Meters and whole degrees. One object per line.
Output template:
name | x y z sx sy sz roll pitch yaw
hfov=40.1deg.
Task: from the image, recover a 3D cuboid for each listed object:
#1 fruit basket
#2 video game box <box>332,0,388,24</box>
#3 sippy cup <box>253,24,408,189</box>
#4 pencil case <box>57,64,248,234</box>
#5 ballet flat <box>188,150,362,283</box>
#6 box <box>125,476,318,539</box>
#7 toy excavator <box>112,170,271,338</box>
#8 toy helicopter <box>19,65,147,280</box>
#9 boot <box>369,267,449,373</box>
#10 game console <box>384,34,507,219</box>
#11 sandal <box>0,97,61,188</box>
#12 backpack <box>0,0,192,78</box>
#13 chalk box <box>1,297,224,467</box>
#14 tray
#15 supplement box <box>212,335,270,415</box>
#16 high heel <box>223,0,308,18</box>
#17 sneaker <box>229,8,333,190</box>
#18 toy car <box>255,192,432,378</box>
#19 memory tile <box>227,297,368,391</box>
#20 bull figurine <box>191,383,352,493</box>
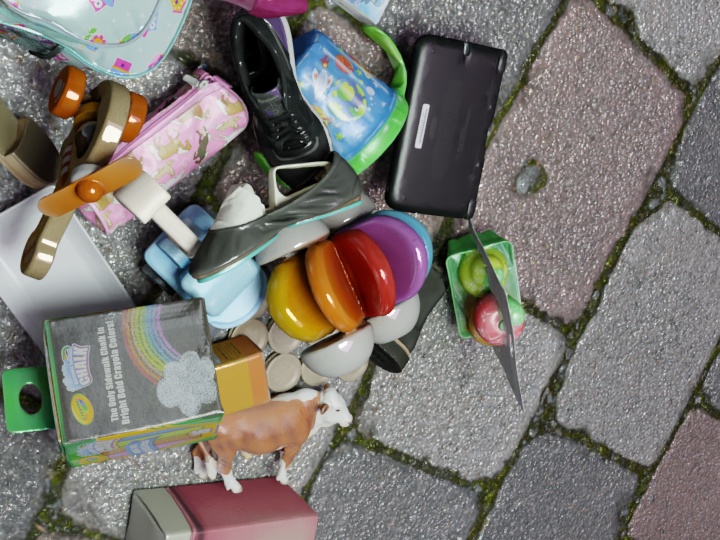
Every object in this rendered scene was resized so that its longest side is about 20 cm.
fruit basket | 0.172 0.045 1.230 0.093 0.200 0.186 -17 122 -6
video game box | -0.010 -0.400 1.059 0.182 0.047 0.201 27 91 -35
sippy cup | -0.039 -0.183 1.070 0.130 0.139 0.179 43 46 -25
pencil case | -0.209 -0.122 1.000 0.200 0.083 0.087 -41 121 -14
ballet flat | -0.088 -0.060 0.948 0.199 0.068 0.069 -30 107 -29
box | -0.167 0.331 1.167 0.199 0.109 0.129 1 106 -34
toy excavator | -0.168 -0.021 0.996 0.100 0.200 0.195 -47 104 -11
toy helicopter | -0.255 -0.075 0.885 0.078 0.132 0.201 19 108 -34
boot | 0.016 0.008 1.195 0.200 0.077 0.139 51 61 -31
game console | 0.102 -0.172 1.183 0.175 0.116 0.202 4 103 -26
sandal | -0.365 -0.150 0.894 0.069 0.078 0.212 -17 130 21
backpack | -0.245 -0.269 0.885 0.199 0.153 0.177 23 88 -44
chalk box | -0.245 0.115 0.969 0.198 0.124 0.125 -8 72 -15
tray | -0.307 0.015 1.009 0.107 0.022 0.201 -30 121 -6
supplement box | -0.204 0.135 1.092 0.199 0.069 0.067 -16 114 -25
high heel | -0.107 -0.317 0.947 0.095 0.201 0.067 8 146 -25
sneaker | -0.085 -0.158 0.972 0.075 0.088 0.201 -18 109 11
toy car | 0.000 0.000 1.032 0.200 0.149 0.176 -30 95 -47
memory tile | -0.071 0.072 1.200 0.199 0.017 0.155 -5 109 -32
bull figurine | -0.109 0.196 1.184 0.198 0.065 0.122 1 112 -27
